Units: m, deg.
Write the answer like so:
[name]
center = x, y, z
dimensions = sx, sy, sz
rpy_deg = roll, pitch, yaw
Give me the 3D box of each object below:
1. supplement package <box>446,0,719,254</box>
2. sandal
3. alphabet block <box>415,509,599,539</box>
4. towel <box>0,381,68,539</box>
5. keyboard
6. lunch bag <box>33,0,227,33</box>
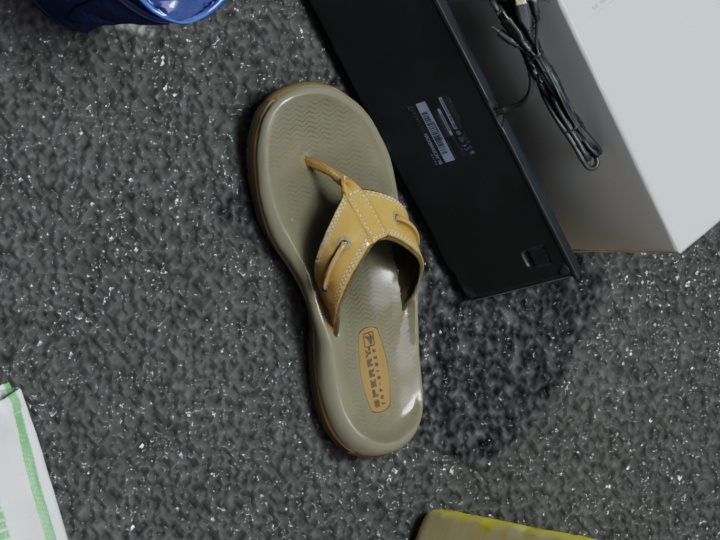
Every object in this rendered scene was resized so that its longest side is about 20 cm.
[supplement package]
center = 0.128, -0.123, 1.374
dimensions = 0.121, 0.120, 0.201
rpy_deg = -37, 110, -27
[sandal]
center = 0.000, 0.000, 1.337
dimensions = 0.080, 0.054, 0.201
rpy_deg = -18, 101, -30
[alphabet block]
center = 0.123, 0.254, 1.345
dimensions = 0.196, 0.195, 0.201
rpy_deg = 26, 78, -32
[towel]
center = -0.225, 0.154, 1.222
dimensions = 0.199, 0.023, 0.153
rpy_deg = -23, 105, -29
[keyboard]
center = 0.061, -0.080, 1.338
dimensions = 0.200, 0.127, 0.021
rpy_deg = 61, 39, -19
[lunch bag]
center = -0.118, -0.214, 1.210
dimensions = 0.200, 0.132, 0.136
rpy_deg = 48, 68, -24
